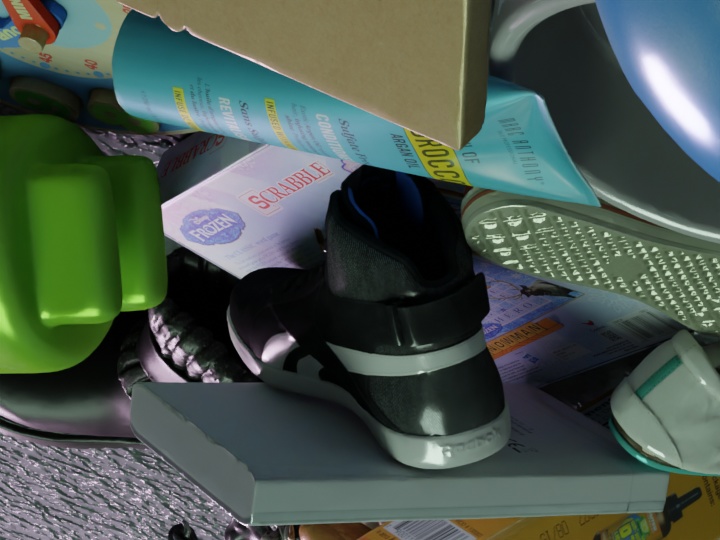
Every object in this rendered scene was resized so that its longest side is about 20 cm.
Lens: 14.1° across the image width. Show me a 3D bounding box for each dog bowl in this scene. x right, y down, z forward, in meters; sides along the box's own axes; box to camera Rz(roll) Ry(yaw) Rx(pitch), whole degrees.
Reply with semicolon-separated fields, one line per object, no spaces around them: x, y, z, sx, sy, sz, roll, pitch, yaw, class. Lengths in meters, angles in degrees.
0.139;-0.076;1.090;0.199;0.059;0.200;17;155;8;dog bowl

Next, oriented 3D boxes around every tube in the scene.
-0.003;-0.067;1.143;0.199;0.051;0.077;14;162;29;tube

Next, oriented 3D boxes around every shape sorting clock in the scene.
-0.134;-0.112;1.251;0.199;0.039;0.200;17;155;8;shape sorting clock

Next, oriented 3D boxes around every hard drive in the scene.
0.016;0.077;1.267;0.199;0.027;0.132;2;-166;-28;hard drive

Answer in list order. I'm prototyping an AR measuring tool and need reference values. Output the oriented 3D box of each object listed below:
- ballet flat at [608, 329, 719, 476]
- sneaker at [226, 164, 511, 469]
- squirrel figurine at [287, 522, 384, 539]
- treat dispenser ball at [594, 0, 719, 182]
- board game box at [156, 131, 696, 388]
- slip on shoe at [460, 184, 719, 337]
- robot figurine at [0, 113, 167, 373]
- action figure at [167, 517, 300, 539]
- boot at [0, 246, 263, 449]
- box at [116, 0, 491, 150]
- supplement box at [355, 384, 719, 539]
0.194;0.063;1.298;0.199;0.070;0.069;11;167;-43;ballet flat
0.000;0.000;1.251;0.200;0.073;0.113;28;131;56;sneaker
0.056;0.145;1.478;0.199;0.142;0.186;21;178;-28;squirrel figurine
0.163;-0.106;0.841;0.200;0.202;0.201;17;155;8;treat dispenser ball
0.028;-0.016;1.313;0.199;0.041;0.200;31;153;-20;board game box
0.132;-0.019;1.212;0.199;0.062;0.074;16;147;-22;slip on shoe
-0.187;-0.011;1.329;0.199;0.117;0.175;-2;-172;25;robot figurine
-0.017;0.175;1.647;0.199;0.119;0.103;2;120;48;action figure
-0.113;0.039;1.481;0.209;0.080;0.158;10;161;-1;boot
-0.023;-0.152;0.967;0.163;0.021;0.201;25;133;27;box
0.088;0.120;1.345;0.069;0.199;0.067;30;143;59;supplement box
